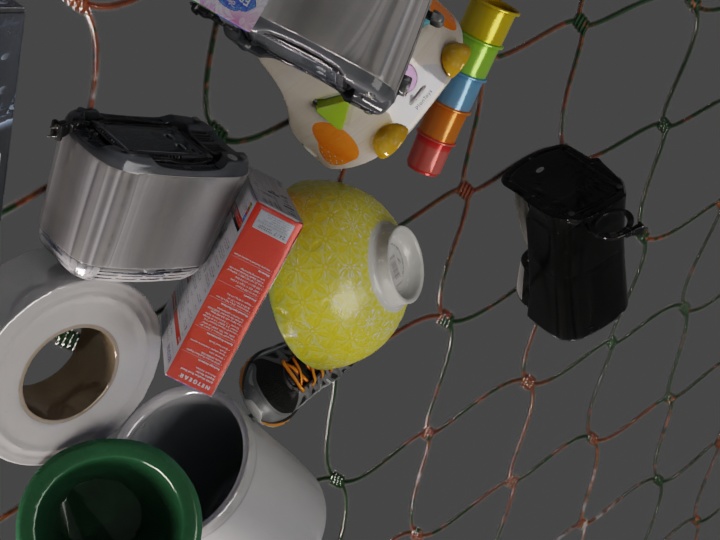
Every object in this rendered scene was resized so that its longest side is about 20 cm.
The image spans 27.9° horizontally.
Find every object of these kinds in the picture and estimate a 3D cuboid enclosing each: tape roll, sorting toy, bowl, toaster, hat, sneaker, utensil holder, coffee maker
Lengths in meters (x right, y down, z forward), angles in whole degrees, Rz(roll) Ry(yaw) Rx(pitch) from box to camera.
[{"bbox_3d":[-0.288,0.082,1.358,0.202,0.071,0.203,-26,133,-31],"label":"tape roll"},{"bbox_3d":[-0.010,-0.215,1.366,0.180,0.107,0.200,39,87,-32],"label":"sorting toy"},{"bbox_3d":[0.000,0.000,1.480,0.200,0.107,0.201,19,68,-59],"label":"bowl"},{"bbox_3d":[-0.030,-0.233,1.250,0.129,0.200,0.114,-63,178,-5],"label":"toaster"},{"bbox_3d":[-0.257,0.242,1.448,0.199,0.176,0.166,-8,91,-6],"label":"hat"},{"bbox_3d":[-0.057,0.098,1.553,0.077,0.078,0.200,-30,-174,39],"label":"sneaker"},{"bbox_3d":[-0.148,0.238,1.538,0.170,0.170,0.200,-48,144,-7],"label":"utensil holder"},{"bbox_3d":[-0.204,-0.066,1.302,0.200,0.114,0.130,-2,121,-46],"label":"toaster"},{"bbox_3d":[0.255,-0.018,1.733,0.134,0.192,0.200,-14,130,-3],"label":"coffee maker"}]

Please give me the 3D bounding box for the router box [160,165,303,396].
[{"bbox_3d":[-0.126,0.002,1.369,0.049,0.200,0.180,27,99,-14],"label":"router box"}]

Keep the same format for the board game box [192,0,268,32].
[{"bbox_3d":[-0.194,-0.268,1.096,0.199,0.200,0.041,24,100,-49],"label":"board game box"}]

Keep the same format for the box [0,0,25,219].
[{"bbox_3d":[-0.359,-0.122,1.160,0.160,0.044,0.201,-9,123,-41],"label":"box"}]

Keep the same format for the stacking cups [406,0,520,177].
[{"bbox_3d":[0.105,-0.199,1.564,0.060,0.060,0.200,0,121,-45],"label":"stacking cups"}]
